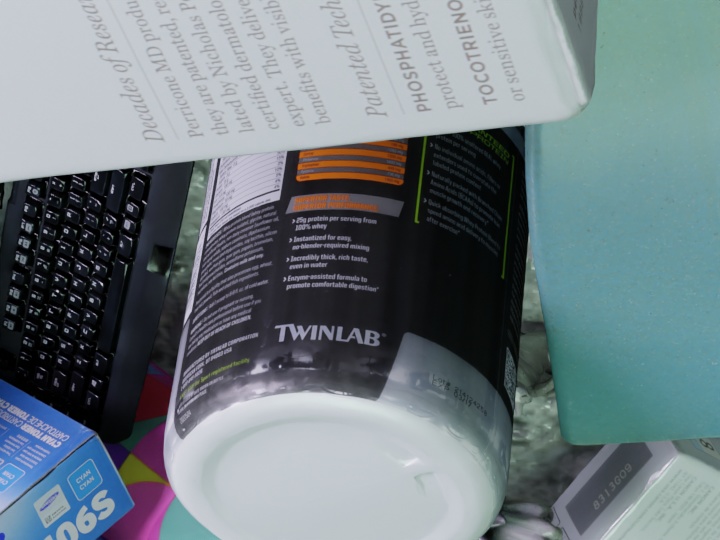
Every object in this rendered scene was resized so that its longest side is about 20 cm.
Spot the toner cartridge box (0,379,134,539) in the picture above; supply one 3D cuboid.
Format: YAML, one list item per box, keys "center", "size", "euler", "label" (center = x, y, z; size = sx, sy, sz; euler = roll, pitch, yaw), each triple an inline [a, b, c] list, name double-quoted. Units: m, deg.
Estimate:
- center: [-0.190, 0.079, 1.156]
  size: [0.200, 0.095, 0.043]
  euler: [22, 146, 46]
  label: "toner cartridge box"

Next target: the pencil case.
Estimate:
- center: [-0.080, 0.090, 1.177]
  size: [0.200, 0.088, 0.088]
  euler: [30, 158, 39]
  label: "pencil case"

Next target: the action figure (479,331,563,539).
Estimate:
- center: [0.046, 0.067, 1.176]
  size: [0.102, 0.119, 0.200]
  euler: [17, 152, 8]
  label: "action figure"

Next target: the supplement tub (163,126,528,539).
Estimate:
- center: [0.000, 0.000, 1.022]
  size: [0.122, 0.200, 0.123]
  euler: [5, 141, 4]
  label: "supplement tub"

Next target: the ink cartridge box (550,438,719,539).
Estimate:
- center: [0.155, 0.163, 1.283]
  size: [0.200, 0.047, 0.160]
  euler: [28, 110, -33]
  label: "ink cartridge box"

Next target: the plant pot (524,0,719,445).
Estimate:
- center: [0.128, -0.061, 0.980]
  size: [0.141, 0.142, 0.200]
  euler: [-4, 133, 14]
  label: "plant pot"

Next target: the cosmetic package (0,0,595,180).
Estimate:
- center: [-0.039, -0.150, 0.854]
  size: [0.199, 0.168, 0.167]
  euler: [-6, 141, 17]
  label: "cosmetic package"

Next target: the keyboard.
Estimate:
- center: [-0.123, -0.021, 1.092]
  size: [0.104, 0.040, 0.200]
  euler: [28, 127, 18]
  label: "keyboard"
